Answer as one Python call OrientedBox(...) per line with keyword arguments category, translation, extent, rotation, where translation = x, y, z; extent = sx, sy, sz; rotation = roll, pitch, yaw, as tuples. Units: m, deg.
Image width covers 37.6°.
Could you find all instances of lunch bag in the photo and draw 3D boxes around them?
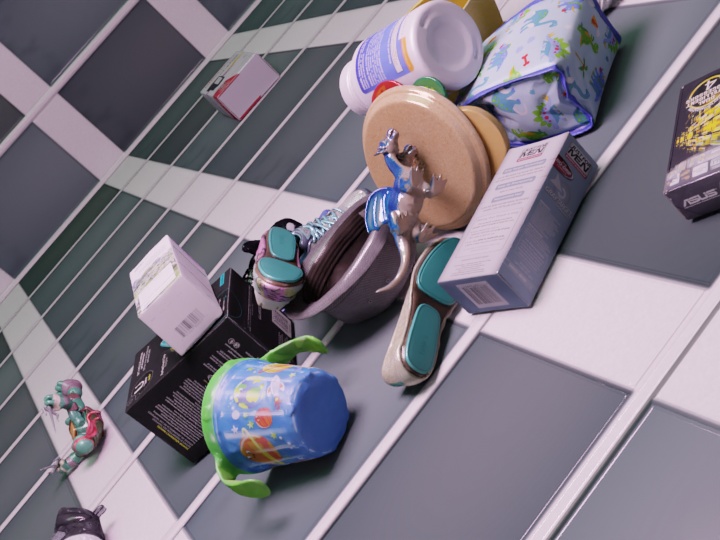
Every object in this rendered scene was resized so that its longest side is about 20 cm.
OrientedBox(category="lunch bag", translation=(0.205, -0.241, 1.324), extent=(0.199, 0.128, 0.171), rotation=(-11, 42, 40))

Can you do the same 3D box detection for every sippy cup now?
OrientedBox(category="sippy cup", translation=(-0.089, 0.163, 1.206), extent=(0.130, 0.139, 0.179), rotation=(-9, 81, 40))

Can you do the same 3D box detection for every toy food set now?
OrientedBox(category="toy food set", translation=(0.082, -0.144, 1.306), extent=(0.049, 0.198, 0.201), rotation=(-39, -22, -38))

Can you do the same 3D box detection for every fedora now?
OrientedBox(category="fedora", translation=(0.000, 0.000, 1.339), extent=(0.200, 0.090, 0.177), rotation=(-50, 21, 11))

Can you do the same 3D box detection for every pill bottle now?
OrientedBox(category="pill bottle", translation=(0.057, -0.262, 1.360), extent=(0.200, 0.112, 0.112), rotation=(-12, 41, 58))

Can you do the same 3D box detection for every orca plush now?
OrientedBox(category="orca plush", translation=(-0.164, -0.011, 1.624), extent=(0.200, 0.071, 0.105), rotation=(-54, 21, -12))

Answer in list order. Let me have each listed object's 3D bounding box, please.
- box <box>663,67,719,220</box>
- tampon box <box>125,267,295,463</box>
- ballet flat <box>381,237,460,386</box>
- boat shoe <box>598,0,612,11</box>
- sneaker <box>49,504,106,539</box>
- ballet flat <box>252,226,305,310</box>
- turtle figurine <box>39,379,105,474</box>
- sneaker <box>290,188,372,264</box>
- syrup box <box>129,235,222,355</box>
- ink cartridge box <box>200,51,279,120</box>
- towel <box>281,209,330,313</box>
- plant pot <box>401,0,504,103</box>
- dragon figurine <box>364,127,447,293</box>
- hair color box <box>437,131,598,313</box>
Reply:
OrientedBox(category="box", translation=(0.381, -0.145, 0.968), extent=(0.199, 0.049, 0.162), rotation=(-23, 36, 43))
OrientedBox(category="tampon box", translation=(-0.202, 0.128, 1.442), extent=(0.200, 0.126, 0.150), rotation=(-41, 23, 15))
OrientedBox(category="ballet flat", translation=(0.068, 0.044, 1.193), extent=(0.062, 0.067, 0.201), rotation=(-34, 25, 50))
OrientedBox(category="boat shoe", translation=(0.319, -0.382, 1.437), extent=(0.068, 0.072, 0.200), rotation=(-16, 29, 50))
OrientedBox(category="sneaker", translation=(-0.424, 0.402, 1.464), extent=(0.200, 0.076, 0.114), rotation=(-35, 25, 13))
OrientedBox(category="ballet flat", translation=(-0.111, 0.007, 1.363), extent=(0.200, 0.069, 0.071), rotation=(-102, 33, -68))
OrientedBox(category="turtle figurine", translation=(-0.470, 0.261, 1.738), extent=(0.200, 0.100, 0.151), rotation=(-127, 40, -68))
OrientedBox(category="sneaker", translation=(-0.051, -0.039, 1.480), extent=(0.200, 0.086, 0.077), rotation=(-53, 42, -6))
OrientedBox(category="syrup box", translation=(-0.249, 0.029, 1.414), extent=(0.079, 0.081, 0.200), rotation=(-45, 21, 1))
OrientedBox(category="ink cartridge box", translation=(-0.296, -0.451, 2.568), extent=(0.146, 0.083, 0.200), rotation=(-50, 24, -4))
OrientedBox(category="towel", translation=(-0.093, -0.009, 1.600), extent=(0.200, 0.024, 0.145), rotation=(-49, 22, -3))
OrientedBox(category="plant pot", translation=(0.138, -0.310, 1.527), extent=(0.200, 0.142, 0.200), rotation=(-38, 26, 22))
OrientedBox(category="dragon figurine", translation=(0.044, -0.067, 1.234), extent=(0.099, 0.059, 0.201), rotation=(-1, 77, 62))
OrientedBox(category="hair color box", translation=(0.174, -0.052, 1.163), extent=(0.099, 0.061, 0.201), rotation=(-11, 43, 54))
